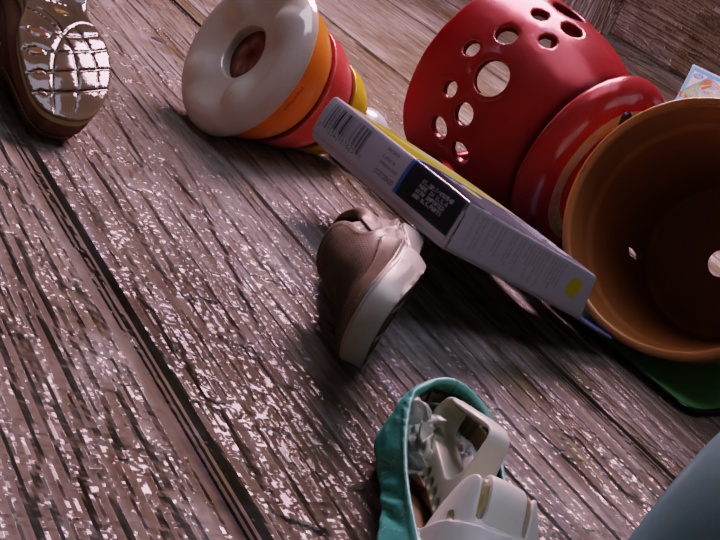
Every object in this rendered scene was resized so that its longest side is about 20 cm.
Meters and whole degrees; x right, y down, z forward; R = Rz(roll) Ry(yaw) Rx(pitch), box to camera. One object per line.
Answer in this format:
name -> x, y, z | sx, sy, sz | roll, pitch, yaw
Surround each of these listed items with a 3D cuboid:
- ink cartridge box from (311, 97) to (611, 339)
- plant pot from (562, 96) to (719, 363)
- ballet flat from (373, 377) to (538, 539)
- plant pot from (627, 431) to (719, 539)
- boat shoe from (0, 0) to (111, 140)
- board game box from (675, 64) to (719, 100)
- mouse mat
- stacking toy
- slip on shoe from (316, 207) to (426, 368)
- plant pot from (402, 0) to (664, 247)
ink cartridge box -> 0.083, -0.040, 0.879 | 0.199, 0.047, 0.198 | 24, 12, -40
plant pot -> 0.276, -0.020, 0.926 | 0.200, 0.201, 0.140 | 36, 7, 29
ballet flat -> 0.042, 0.105, 0.500 | 0.067, 0.071, 0.200 | 20, 20, -13
plant pot -> 0.209, 0.138, 0.478 | 0.199, 0.162, 0.201 | 21, 20, -8
boat shoe -> -0.234, -0.161, 0.861 | 0.072, 0.068, 0.201 | 14, 39, -35
board game box -> 0.633, -0.251, 2.009 | 0.199, 0.135, 0.034 | 29, 20, 11
mouse mat -> 0.263, 0.068, 0.951 | 0.199, 0.008, 0.161 | 5, 28, -42
stacking toy -> -0.044, -0.146, 1.013 | 0.200, 0.146, 0.146 | 33, 8, -45
slip on shoe -> 0.000, 0.000, 0.706 | 0.060, 0.076, 0.200 | 32, 16, -2
plant pot -> 0.165, -0.135, 1.080 | 0.199, 0.201, 0.183 | 4, 34, -44
